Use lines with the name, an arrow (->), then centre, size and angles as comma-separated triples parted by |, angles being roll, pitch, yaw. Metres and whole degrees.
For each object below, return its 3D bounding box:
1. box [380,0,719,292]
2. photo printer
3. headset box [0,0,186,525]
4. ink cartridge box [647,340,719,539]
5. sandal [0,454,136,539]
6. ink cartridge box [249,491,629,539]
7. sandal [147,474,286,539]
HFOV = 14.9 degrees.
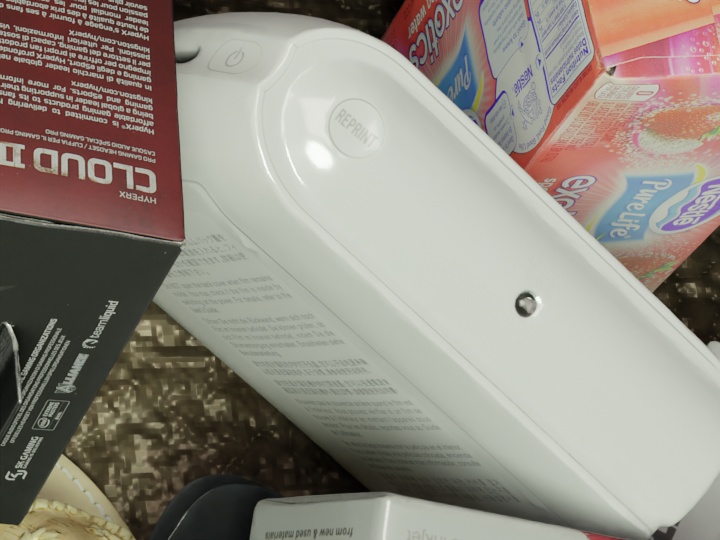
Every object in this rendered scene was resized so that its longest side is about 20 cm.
box -> 0.077, -0.065, 0.908 | 0.094, 0.200, 0.103 | -3, 68, -18
photo printer -> 0.000, 0.000, 0.843 | 0.200, 0.166, 0.070 | 42, 70, -20
headset box -> -0.109, -0.035, 0.774 | 0.075, 0.149, 0.201 | 10, 51, -21
ink cartridge box -> 0.131, 0.096, 0.935 | 0.200, 0.059, 0.104 | 30, 63, -3
sandal -> -0.083, 0.111, 0.854 | 0.078, 0.070, 0.212 | -34, 81, -27
ink cartridge box -> 0.035, 0.173, 0.784 | 0.147, 0.086, 0.201 | 13, 76, -28
sandal -> -0.033, 0.162, 0.821 | 0.076, 0.043, 0.201 | 6, 83, -31
